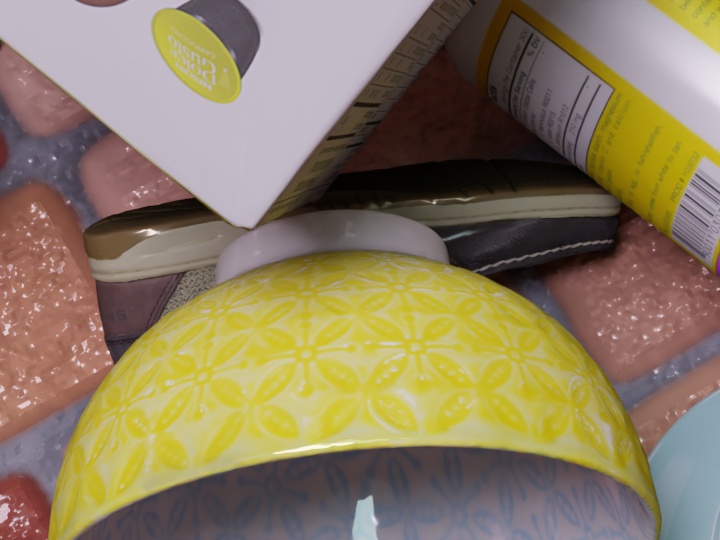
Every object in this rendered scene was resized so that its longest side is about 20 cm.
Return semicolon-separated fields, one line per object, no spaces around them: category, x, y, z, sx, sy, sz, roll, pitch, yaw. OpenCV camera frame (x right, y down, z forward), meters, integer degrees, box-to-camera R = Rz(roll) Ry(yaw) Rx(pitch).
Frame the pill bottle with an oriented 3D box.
pill bottle;0.101;-0.084;0.929;0.200;0.104;0.104;39;74;17

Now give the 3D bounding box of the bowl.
bowl;-0.005;0.045;0.852;0.198;0.200;0.108;-5;65;1

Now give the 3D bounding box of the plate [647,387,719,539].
plate;0.184;0.110;0.883;0.199;0.026;0.201;4;57;-6

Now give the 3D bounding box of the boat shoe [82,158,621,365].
boat shoe;0.000;0.000;0.948;0.199;0.072;0.067;-7;102;-15

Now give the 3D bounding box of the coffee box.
coffee box;-0.041;-0.151;0.798;0.199;0.200;0.198;39;96;1
